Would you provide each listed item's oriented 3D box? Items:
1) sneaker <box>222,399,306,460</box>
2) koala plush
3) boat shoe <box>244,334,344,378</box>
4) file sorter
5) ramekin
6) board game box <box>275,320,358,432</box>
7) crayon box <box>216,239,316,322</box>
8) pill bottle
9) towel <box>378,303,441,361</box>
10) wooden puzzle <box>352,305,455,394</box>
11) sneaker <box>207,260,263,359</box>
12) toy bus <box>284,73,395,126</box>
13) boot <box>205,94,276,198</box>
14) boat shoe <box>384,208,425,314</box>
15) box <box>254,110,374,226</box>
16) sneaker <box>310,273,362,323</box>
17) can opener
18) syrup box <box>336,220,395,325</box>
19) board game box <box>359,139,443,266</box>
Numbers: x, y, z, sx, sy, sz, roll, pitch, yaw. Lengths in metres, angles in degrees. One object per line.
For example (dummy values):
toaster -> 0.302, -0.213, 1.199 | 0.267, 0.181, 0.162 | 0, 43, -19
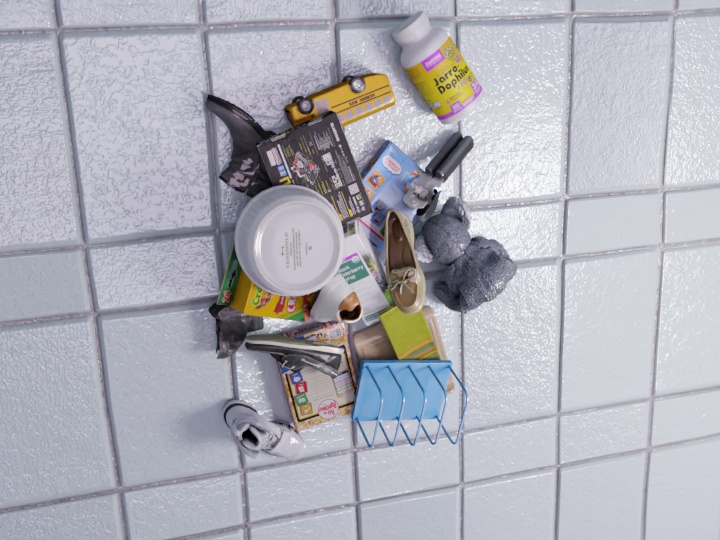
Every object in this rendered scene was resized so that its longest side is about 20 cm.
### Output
sneaker -> -0.187, 0.341, 1.563 | 0.199, 0.115, 0.075 | 36, 93, -21
koala plush -> 0.198, -0.035, 1.560 | 0.177, 0.184, 0.201 | -41, 98, 0
boat shoe -> -0.130, 0.165, 1.508 | 0.197, 0.072, 0.069 | 13, 94, -20
file sorter -> 0.100, 0.271, 1.570 | 0.197, 0.123, 0.141 | 2, 114, -19
ramekin -> -0.117, -0.047, 1.368 | 0.199, 0.094, 0.206 | -3, 100, -15
board game box -> -0.087, 0.212, 1.595 | 0.150, 0.046, 0.203 | -16, 107, -12
crayon box -> -0.166, 0.023, 1.472 | 0.199, 0.050, 0.129 | 10, 97, -46
pill bottle -> 0.144, -0.385, 1.480 | 0.104, 0.104, 0.201 | -40, 111, -3
towel -> 0.102, 0.135, 1.572 | 0.085, 0.018, 0.201 | -32, 132, -7
wooden puzzle -> 0.093, 0.195, 1.653 | 0.183, 0.037, 0.202 | -21, 104, -10
sneaker -> -0.246, 0.064, 1.505 | 0.103, 0.060, 0.203 | -13, 110, -17
toy bus -> -0.040, -0.313, 1.467 | 0.198, 0.065, 0.079 | -25, 111, -9
boot -> -0.225, -0.220, 1.438 | 0.199, 0.070, 0.132 | 35, 98, -17
boat shoe -> 0.076, -0.016, 1.492 | 0.072, 0.063, 0.203 | -15, 74, 15
box -> -0.082, -0.168, 1.429 | 0.158, 0.049, 0.202 | -24, 107, -5
sneaker -> -0.043, 0.078, 1.492 | 0.073, 0.200, 0.085 | -43, 83, -16
can opener -> 0.154, -0.188, 1.537 | 0.201, 0.052, 0.067 | -54, 145, -18
syrup box -> 0.000, 0.000, 1.524 | 0.078, 0.082, 0.201 | -24, 121, 12
board game box -> 0.049, -0.132, 1.553 | 0.151, 0.037, 0.201 | 38, 92, -21
